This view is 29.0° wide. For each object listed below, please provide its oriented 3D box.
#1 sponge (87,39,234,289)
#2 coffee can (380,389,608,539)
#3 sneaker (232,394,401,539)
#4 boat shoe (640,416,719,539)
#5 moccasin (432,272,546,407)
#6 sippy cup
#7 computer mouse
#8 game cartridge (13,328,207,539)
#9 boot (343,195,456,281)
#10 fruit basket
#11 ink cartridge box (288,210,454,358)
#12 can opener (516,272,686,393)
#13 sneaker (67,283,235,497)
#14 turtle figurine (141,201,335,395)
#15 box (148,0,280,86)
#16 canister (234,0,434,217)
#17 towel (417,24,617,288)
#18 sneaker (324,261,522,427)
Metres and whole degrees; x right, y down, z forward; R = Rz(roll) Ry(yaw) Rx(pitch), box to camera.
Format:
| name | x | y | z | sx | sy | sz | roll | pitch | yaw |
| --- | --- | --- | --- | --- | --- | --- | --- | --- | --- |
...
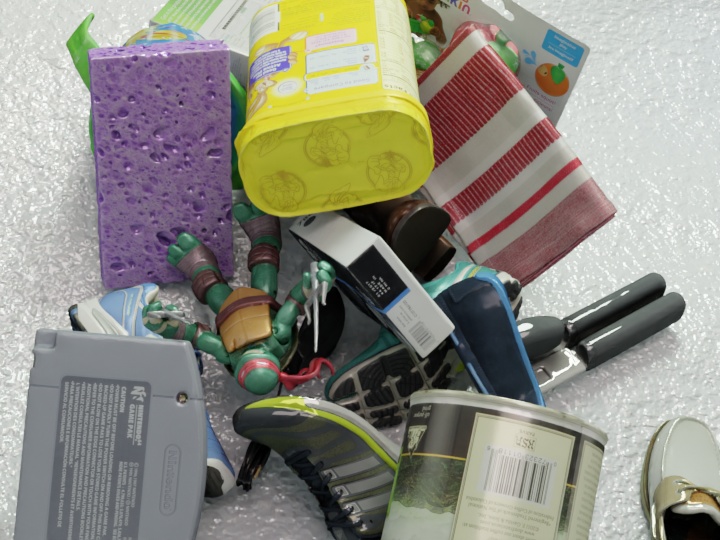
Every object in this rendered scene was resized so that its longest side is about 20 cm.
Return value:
| name | x | y | z | sx | sy | sz | roll | pitch | yaw |
| --- | --- | --- | --- | --- | --- | --- | --- | --- | --- |
| sponge | -0.161 | -0.086 | 1.137 | 0.111 | 0.201 | 0.030 | -5 | 25 | -14 |
| coffee can | 0.085 | 0.199 | 0.972 | 0.146 | 0.146 | 0.201 | 14 | 75 | -1 |
| sneaker | -0.010 | 0.159 | 1.042 | 0.200 | 0.074 | 0.081 | 30 | 62 | -13 |
| boat shoe | 0.262 | 0.197 | 1.090 | 0.074 | 0.068 | 0.201 | 10 | 55 | -3 |
| moccasin | 0.109 | 0.103 | 1.105 | 0.068 | 0.080 | 0.201 | -19 | 87 | 5 |
| sippy cup | -0.166 | -0.148 | 1.206 | 0.139 | 0.178 | 0.130 | -15 | 32 | -1 |
| computer mouse | -0.051 | 0.094 | 1.113 | 0.034 | 0.059 | 0.200 | 25 | 56 | -2 |
| game cartridge | -0.178 | 0.147 | 1.006 | 0.133 | 0.040 | 0.201 | 5 | 87 | 5 |
| boot | -0.014 | -0.077 | 1.170 | 0.200 | 0.186 | 0.064 | 43 | 86 | 14 |
| fruit basket | 0.091 | -0.165 | 1.226 | 0.185 | 0.200 | 0.094 | 35 | 56 | 13 |
| ink cartridge box | 0.000 | 0.000 | 1.110 | 0.039 | 0.200 | 0.100 | -43 | 110 | -4 |
| can opener | 0.193 | 0.053 | 1.181 | 0.200 | 0.067 | 0.053 | -22 | 56 | -26 |
| sneaker | -0.151 | 0.087 | 1.086 | 0.077 | 0.076 | 0.200 | -29 | 66 | -21 |
| turtle figurine | -0.092 | 0.031 | 1.075 | 0.149 | 0.101 | 0.200 | -14 | 37 | -5 |
| box | -0.083 | -0.221 | 1.314 | 0.199 | 0.036 | 0.144 | 22 | 40 | 4 |
| canister | -0.022 | -0.144 | 1.124 | 0.148 | 0.087 | 0.200 | -10 | 40 | 6 |
| towel | 0.109 | -0.088 | 1.186 | 0.200 | 0.144 | 0.023 | 54 | 39 | 7 |
| sneaker | 0.046 | 0.060 | 1.156 | 0.200 | 0.078 | 0.080 | -34 | 42 | -27 |
